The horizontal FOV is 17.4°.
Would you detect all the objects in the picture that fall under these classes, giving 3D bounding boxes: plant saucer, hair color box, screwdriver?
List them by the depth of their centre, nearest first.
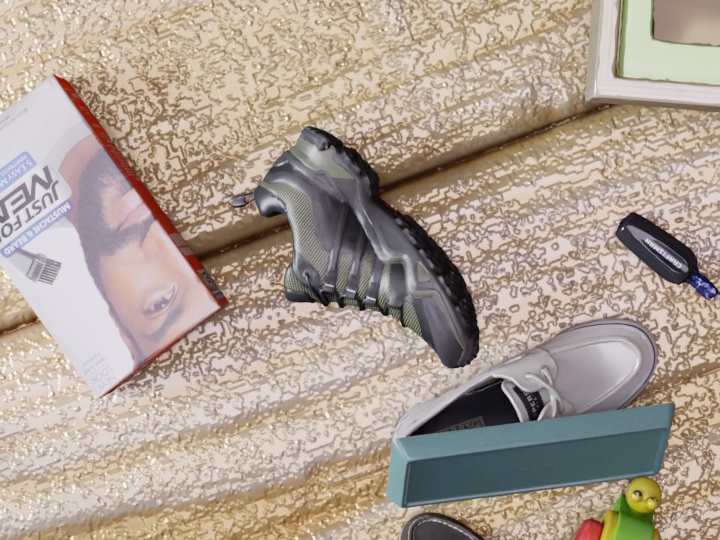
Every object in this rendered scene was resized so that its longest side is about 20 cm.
[{"bbox_3d":[0.118,0.129,1.608,0.199,0.070,0.019,-6,50,-9],"label":"plant saucer"},{"bbox_3d":[0.259,0.029,1.633,0.200,0.028,0.029,42,64,4],"label":"screwdriver"},{"bbox_3d":[-0.195,-0.024,1.640,0.111,0.064,0.200,-37,91,3],"label":"hair color box"}]

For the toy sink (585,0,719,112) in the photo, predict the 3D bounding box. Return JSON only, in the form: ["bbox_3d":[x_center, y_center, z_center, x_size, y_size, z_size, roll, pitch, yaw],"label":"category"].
[{"bbox_3d":[0.226,-0.210,1.588,0.130,0.112,0.201,5,92,2],"label":"toy sink"}]

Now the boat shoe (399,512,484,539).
[{"bbox_3d":[0.096,0.241,1.608,0.067,0.057,0.200,-28,69,-18],"label":"boat shoe"}]

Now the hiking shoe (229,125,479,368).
[{"bbox_3d":[0.000,0.000,1.634,0.101,0.076,0.200,-41,80,12],"label":"hiking shoe"}]

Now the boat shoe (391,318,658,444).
[{"bbox_3d":[0.114,0.090,1.626,0.199,0.066,0.072,-19,91,4],"label":"boat shoe"}]

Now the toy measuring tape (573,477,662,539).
[{"bbox_3d":[0.164,0.238,1.626,0.073,0.074,0.201,22,92,2],"label":"toy measuring tape"}]
